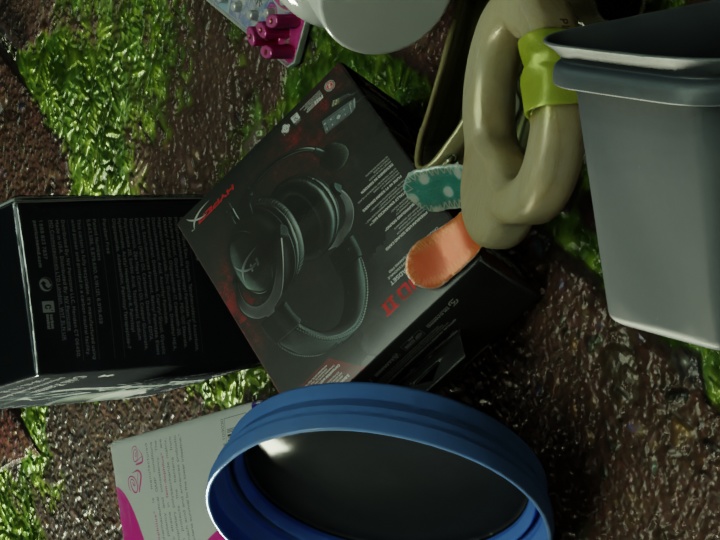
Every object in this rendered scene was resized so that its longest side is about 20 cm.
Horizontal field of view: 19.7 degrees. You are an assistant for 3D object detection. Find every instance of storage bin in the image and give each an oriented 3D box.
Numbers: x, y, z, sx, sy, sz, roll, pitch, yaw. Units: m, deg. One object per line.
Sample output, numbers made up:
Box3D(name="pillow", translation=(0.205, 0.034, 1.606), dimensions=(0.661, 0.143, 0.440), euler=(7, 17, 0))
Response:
Box3D(name="storage bin", translation=(0.183, -0.051, 0.940), dimensions=(0.145, 0.199, 0.135), euler=(16, 114, 52))

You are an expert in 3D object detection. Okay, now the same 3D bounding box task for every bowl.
Box3D(name="bowl", translation=(0.012, 0.130, 1.188), dimensions=(0.201, 0.200, 0.039), euler=(-42, 29, 47))

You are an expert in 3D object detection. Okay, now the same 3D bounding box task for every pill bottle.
Box3D(name="pill bottle", translation=(-0.015, -0.212, 1.229), dimensions=(0.200, 0.111, 0.112), euler=(61, 138, 49))

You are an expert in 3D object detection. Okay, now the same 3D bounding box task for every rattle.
Box3D(name="rattle", translation=(0.113, -0.067, 1.106), dimensions=(0.130, 0.142, 0.200), euler=(56, 149, 33))

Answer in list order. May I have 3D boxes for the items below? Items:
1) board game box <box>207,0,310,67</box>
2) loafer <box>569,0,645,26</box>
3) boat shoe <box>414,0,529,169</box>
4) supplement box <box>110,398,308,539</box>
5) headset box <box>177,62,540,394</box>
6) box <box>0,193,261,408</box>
Box3D(name="board game box", translation=(-0.079, -0.269, 1.416), dimensions=(0.200, 0.026, 0.201), euler=(42, 125, 44))
Box3D(name="loafer", translation=(0.132, -0.213, 1.094), dimensions=(0.067, 0.076, 0.201), euler=(26, 123, 50))
Box3D(name="boat shoe", translation=(0.078, -0.148, 1.173), dimensions=(0.073, 0.063, 0.201), euler=(34, 117, 49))
Box3D(name="supplement box", translation=(-0.072, 0.145, 1.371), dimensions=(0.200, 0.103, 0.102), euler=(-18, 78, 52))
Box3D(name="headset box", translation=(0.000, 0.000, 1.237), dimensions=(0.149, 0.077, 0.200), euler=(-43, 52, 14))
Box3D(name="box", translation=(-0.191, 0.024, 1.446), dimensions=(0.200, 0.196, 0.125), euler=(-18, 79, 53))
